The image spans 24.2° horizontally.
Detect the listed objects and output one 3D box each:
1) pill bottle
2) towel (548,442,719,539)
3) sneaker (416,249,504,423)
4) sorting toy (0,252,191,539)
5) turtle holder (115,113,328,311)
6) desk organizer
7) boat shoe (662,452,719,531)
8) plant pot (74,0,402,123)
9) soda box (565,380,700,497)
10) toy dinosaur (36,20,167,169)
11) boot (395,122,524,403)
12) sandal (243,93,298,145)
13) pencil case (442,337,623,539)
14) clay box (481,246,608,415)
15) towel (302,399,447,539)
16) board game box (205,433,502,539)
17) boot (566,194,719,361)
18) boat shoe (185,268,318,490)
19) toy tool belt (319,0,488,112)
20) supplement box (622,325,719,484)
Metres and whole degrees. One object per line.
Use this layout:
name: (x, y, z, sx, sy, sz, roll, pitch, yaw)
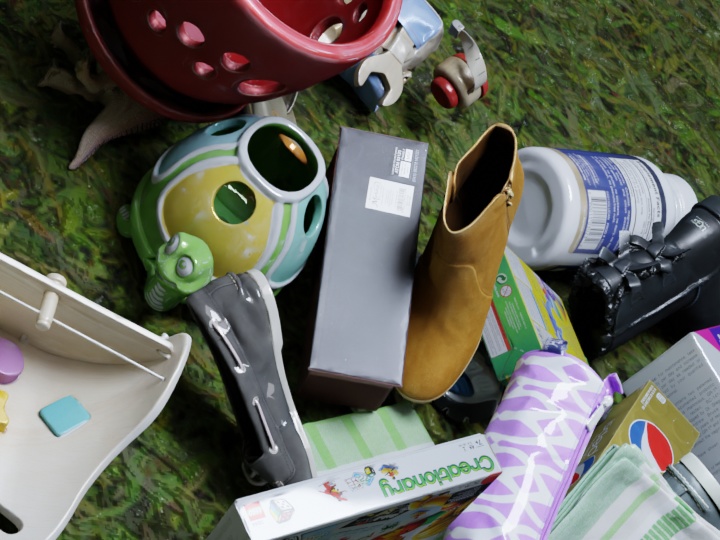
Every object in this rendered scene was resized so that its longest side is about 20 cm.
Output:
pill bottle: (0.220, -0.054, 1.560, 0.199, 0.111, 0.111, 2, 57, -41)
towel: (0.214, 0.242, 1.290, 0.200, 0.153, 0.023, 42, -4, -26)
sneaker: (0.054, 0.029, 1.388, 0.200, 0.075, 0.087, 54, 33, -4)
sorting toy: (-0.235, 0.085, 1.068, 0.200, 0.107, 0.181, 30, 50, -20)
turtle holder: (-0.105, -0.045, 1.252, 0.185, 0.132, 0.141, -11, 66, -45)
desk organizer: (0.000, 0.000, 1.294, 0.071, 0.077, 0.201, 11, 67, -8)
boat shoe: (0.276, 0.221, 1.385, 0.073, 0.062, 0.200, 51, -6, 40)
plant pot: (-0.095, -0.212, 1.237, 0.200, 0.182, 0.201, 20, 58, -36)
soda box: (0.211, 0.179, 1.399, 0.068, 0.064, 0.200, 46, 40, -1)
toy dinosaur: (-0.172, -0.160, 1.330, 0.135, 0.086, 0.201, 28, 49, -31)
boot: (0.068, -0.006, 1.261, 0.071, 0.144, 0.202, 21, 80, 11)
sandal: (-0.077, -0.166, 1.418, 0.080, 0.054, 0.201, 19, 45, -60)
pencil case: (0.124, 0.154, 1.235, 0.201, 0.085, 0.084, -64, 149, -27)
clay box: (0.147, 0.060, 1.406, 0.200, 0.047, 0.115, 40, 28, -60)
towel: (0.030, 0.197, 1.260, 0.149, 0.031, 0.201, -6, 60, -46)
board game box: (-0.015, 0.172, 1.131, 0.199, 0.126, 0.035, -11, 63, -33)
boot: (0.267, 0.032, 1.535, 0.162, 0.199, 0.073, -30, 53, -22)
boat shoe: (-0.076, 0.099, 1.185, 0.057, 0.067, 0.201, -17, 102, -20)
toy tool belt: (0.007, -0.199, 1.508, 0.123, 0.125, 0.200, -39, 83, -19)
supplement box: (0.339, 0.156, 1.501, 0.101, 0.103, 0.201, -10, 64, -44)
